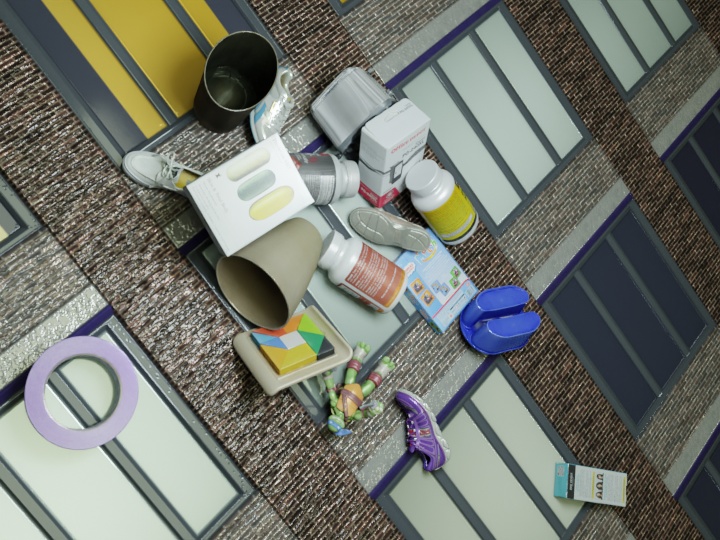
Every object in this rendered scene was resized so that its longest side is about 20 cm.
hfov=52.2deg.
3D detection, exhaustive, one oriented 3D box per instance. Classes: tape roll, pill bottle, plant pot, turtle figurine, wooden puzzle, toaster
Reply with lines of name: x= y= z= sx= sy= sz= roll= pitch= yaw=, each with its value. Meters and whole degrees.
tape roll: x=-0.515 y=0.226 z=1.360 sx=0.196 sy=0.065 sz=0.205 roll=5 pitch=78 yaw=-26
pill bottle: x=0.187 y=-0.160 z=1.706 sx=0.200 sy=0.111 sz=0.114 roll=46 pitch=61 yaw=-42
plant pot: x=-0.168 y=-0.016 z=1.524 sx=0.188 sy=0.186 sz=0.201 roll=48 pitch=52 yaw=-10
pill bottle: x=0.000 y=0.000 z=1.625 sx=0.198 sy=0.112 sz=0.114 roll=33 pitch=68 yaw=-17
pill bottle: x=-0.105 y=-0.200 z=1.612 sx=0.196 sy=0.110 sz=0.114 roll=-3 pitch=82 yaw=-26
turtle figurine: x=-0.007 y=0.236 z=1.548 sx=0.195 sy=0.141 sz=0.203 roll=-54 pitch=139 yaw=-39
wooden puzzle: x=-0.140 y=0.154 z=1.505 sx=0.197 sy=0.185 sz=0.038 roll=-23 pitch=133 yaw=-25
toaster: x=-0.023 y=-0.359 z=1.654 sx=0.130 sy=0.200 sz=0.113 roll=49 pitch=19 yaw=4

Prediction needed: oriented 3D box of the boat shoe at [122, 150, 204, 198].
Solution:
boat shoe: x=-0.381 y=-0.194 z=1.489 sx=0.199 sy=0.086 sz=0.076 roll=24 pitch=71 yaw=-21

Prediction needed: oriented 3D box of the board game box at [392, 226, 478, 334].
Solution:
board game box: x=0.172 y=0.023 z=1.748 sx=0.151 sy=0.036 sz=0.201 roll=-44 pitch=101 yaw=-26

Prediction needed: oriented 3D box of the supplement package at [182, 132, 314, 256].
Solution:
supplement package: x=-0.221 y=-0.148 z=1.431 sx=0.198 sy=0.150 sz=0.154 roll=-32 pitch=103 yaw=-12

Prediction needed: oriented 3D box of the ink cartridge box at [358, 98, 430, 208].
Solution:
ink cartridge box: x=0.071 y=-0.261 z=1.653 sx=0.144 sy=0.202 sz=0.083 roll=-38 pitch=67 yaw=-26

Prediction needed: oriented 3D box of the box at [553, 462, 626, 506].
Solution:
box: x=0.579 y=0.538 z=1.845 sx=0.196 sy=0.049 sz=0.084 roll=15 pitch=74 yaw=-23

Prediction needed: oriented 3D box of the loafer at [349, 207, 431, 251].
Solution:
loafer: x=0.069 y=-0.097 z=1.703 sx=0.196 sy=0.063 sz=0.073 roll=20 pitch=112 yaw=-2

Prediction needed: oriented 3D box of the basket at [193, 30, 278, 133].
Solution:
basket: x=-0.270 y=-0.369 z=1.511 sx=0.135 sy=0.199 sz=0.182 roll=38 pitch=66 yaw=-14

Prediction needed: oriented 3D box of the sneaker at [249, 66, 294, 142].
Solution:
sneaker: x=-0.190 y=-0.351 z=1.602 sx=0.079 sy=0.076 sz=0.205 roll=-3 pitch=80 yaw=19

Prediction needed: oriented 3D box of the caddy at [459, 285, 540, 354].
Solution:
caddy: x=0.334 y=0.122 z=1.774 sx=0.196 sy=0.106 sz=0.144 roll=-8 pitch=60 yaw=-27

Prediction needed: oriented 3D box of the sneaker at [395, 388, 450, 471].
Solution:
sneaker: x=0.131 y=0.359 z=1.646 sx=0.082 sy=0.080 sz=0.203 roll=-30 pitch=95 yaw=-21
